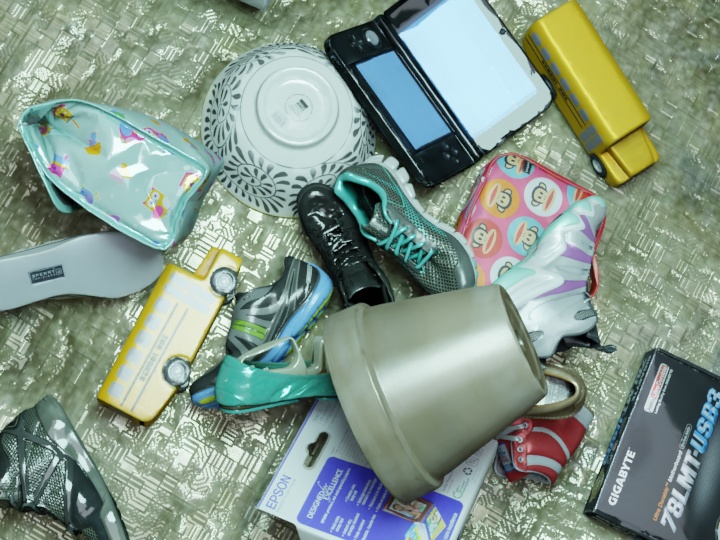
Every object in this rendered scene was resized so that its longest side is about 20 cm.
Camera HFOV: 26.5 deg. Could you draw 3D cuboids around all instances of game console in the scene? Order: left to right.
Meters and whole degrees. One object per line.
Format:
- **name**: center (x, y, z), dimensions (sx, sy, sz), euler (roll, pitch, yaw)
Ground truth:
- **game console**: center (0.087, -0.218, 1.685), dimensions (0.201, 0.116, 0.175), euler (54, 36, 4)

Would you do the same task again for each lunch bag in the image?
- **lunch bag**: center (-0.255, -0.111, 1.583), dimensions (0.198, 0.170, 0.123), euler (26, 96, -3)
- **lunch bag**: center (0.181, -0.011, 1.687), dimensions (0.175, 0.082, 0.202), euler (27, 78, -7)

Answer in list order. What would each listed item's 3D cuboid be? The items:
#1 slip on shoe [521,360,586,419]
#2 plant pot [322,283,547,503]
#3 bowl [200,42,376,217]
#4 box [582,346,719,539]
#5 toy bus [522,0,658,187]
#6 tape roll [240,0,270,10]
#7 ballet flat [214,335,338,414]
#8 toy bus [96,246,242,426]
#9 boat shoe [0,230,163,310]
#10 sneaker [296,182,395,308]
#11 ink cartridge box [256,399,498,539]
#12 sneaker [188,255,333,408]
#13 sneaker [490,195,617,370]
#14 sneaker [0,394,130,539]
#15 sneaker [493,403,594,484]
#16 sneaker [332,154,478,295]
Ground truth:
- **slip on shoe**: center (0.136, 0.120, 1.591), dimensions (0.197, 0.061, 0.077), euler (9, 84, 8)
- **plant pot**: center (0.083, 0.102, 1.491), dimensions (0.172, 0.200, 0.202), euler (-24, 83, 11)
- **bowl**: center (-0.073, -0.167, 1.666), dimensions (0.198, 0.094, 0.203), euler (2, 78, -8)
- **box**: center (0.372, 0.217, 1.686), dimensions (0.197, 0.050, 0.202), euler (26, 76, -4)
- **toy bus**: center (0.263, -0.198, 1.724), dimensions (0.065, 0.078, 0.201), euler (-31, 85, -13)
- **tape roll**: center (-0.128, -0.399, 1.647), dimensions (0.138, 0.203, 0.205), euler (22, 77, -3)
- **ballet flat**: center (-0.057, 0.103, 1.578), dimensions (0.198, 0.067, 0.071), euler (-3, 103, -30)
- **toy bus**: center (-0.198, 0.065, 1.617), dimensions (0.078, 0.065, 0.202), euler (27, 77, -1)
- **boat shoe**: center (-0.308, -0.001, 1.613), dimensions (0.198, 0.066, 0.073), euler (-15, 104, -8)
- **sneaker**: center (-0.003, 0.001, 1.623), dimensions (0.060, 0.104, 0.201), euler (-29, 104, 0)
- **ink cartridge box**: center (0.019, 0.219, 1.576), dimensions (0.198, 0.044, 0.199), euler (20, 45, 12)
- **sneaker**: center (-0.114, 0.067, 1.634), dimensions (0.082, 0.071, 0.200), euler (38, 74, 12)
- **sneaker**: center (0.223, 0.026, 1.593), dimensions (0.140, 0.078, 0.200), euler (44, 68, 5)
- **sneaker**: center (-0.311, 0.239, 1.563), dimensions (0.114, 0.076, 0.201), euler (-32, 82, -11)
- **sneaker**: center (0.147, 0.152, 1.651), dimensions (0.199, 0.071, 0.113), euler (31, 73, -4)
- **sneaker**: center (0.040, -0.038, 1.607), dimensions (0.200, 0.091, 0.078), euler (48, 119, 23)
